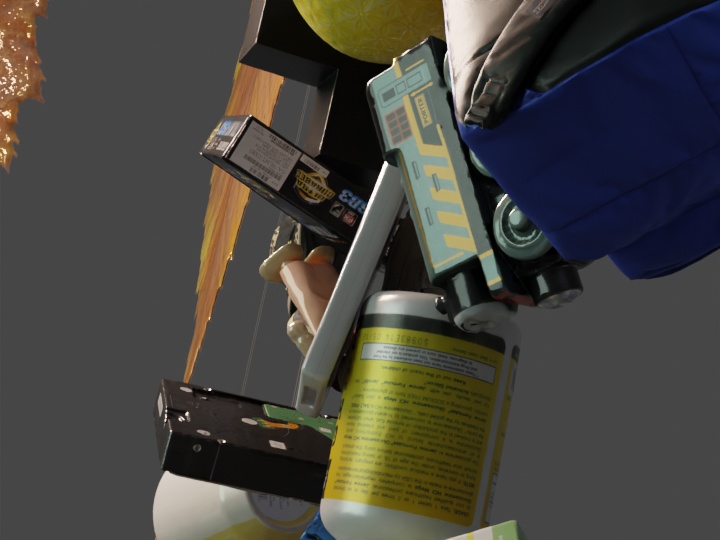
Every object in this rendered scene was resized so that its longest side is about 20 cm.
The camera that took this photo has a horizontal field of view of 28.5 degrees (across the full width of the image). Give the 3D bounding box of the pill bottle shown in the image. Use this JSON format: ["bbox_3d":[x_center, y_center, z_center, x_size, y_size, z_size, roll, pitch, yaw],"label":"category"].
[{"bbox_3d":[0.036,0.123,0.934,0.112,0.111,0.202,151,133,-71],"label":"pill bottle"}]

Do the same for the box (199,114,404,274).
[{"bbox_3d":[-0.043,-0.066,1.266,0.050,0.198,0.200,-55,14,-3],"label":"box"}]

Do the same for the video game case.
[{"bbox_3d":[0.000,0.000,1.029,0.182,0.023,0.201,106,-174,-76],"label":"video game case"}]

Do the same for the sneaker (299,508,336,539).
[{"bbox_3d":[-0.021,0.213,1.144,0.200,0.078,0.067,-108,33,-68],"label":"sneaker"}]

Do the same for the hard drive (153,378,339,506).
[{"bbox_3d":[-0.064,0.142,1.130,0.140,0.198,0.038,-131,56,-73],"label":"hard drive"}]

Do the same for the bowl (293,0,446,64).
[{"bbox_3d":[0.050,-0.228,1.212,0.108,0.199,0.200,65,174,-14],"label":"bowl"}]

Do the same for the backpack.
[{"bbox_3d":[0.155,-0.108,0.610,0.199,0.168,0.163,-31,39,23],"label":"backpack"}]

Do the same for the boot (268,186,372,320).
[{"bbox_3d":[-0.049,-0.053,1.524,0.154,0.073,0.205,-129,51,-67],"label":"boot"}]

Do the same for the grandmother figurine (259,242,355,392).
[{"bbox_3d":[-0.008,0.066,1.173,0.201,0.120,0.061,61,139,35],"label":"grandmother figurine"}]

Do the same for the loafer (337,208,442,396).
[{"bbox_3d":[0.050,0.023,1.105,0.070,0.069,0.202,47,-120,-58],"label":"loafer"}]

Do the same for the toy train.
[{"bbox_3d":[0.075,-0.061,0.888,0.113,0.085,0.202,-27,69,32],"label":"toy train"}]

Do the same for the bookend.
[{"bbox_3d":[-0.033,-0.179,1.347,0.092,0.197,0.202,161,122,-71],"label":"bookend"}]

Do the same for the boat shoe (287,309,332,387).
[{"bbox_3d":[-0.019,0.060,1.334,0.065,0.073,0.200,-62,19,7],"label":"boat shoe"}]

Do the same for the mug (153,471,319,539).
[{"bbox_3d":[-0.089,0.234,1.347,0.149,0.187,0.153,-45,5,-34],"label":"mug"}]

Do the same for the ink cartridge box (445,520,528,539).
[{"bbox_3d":[0.012,0.238,0.805,0.198,0.048,0.146,-20,40,16],"label":"ink cartridge box"}]
